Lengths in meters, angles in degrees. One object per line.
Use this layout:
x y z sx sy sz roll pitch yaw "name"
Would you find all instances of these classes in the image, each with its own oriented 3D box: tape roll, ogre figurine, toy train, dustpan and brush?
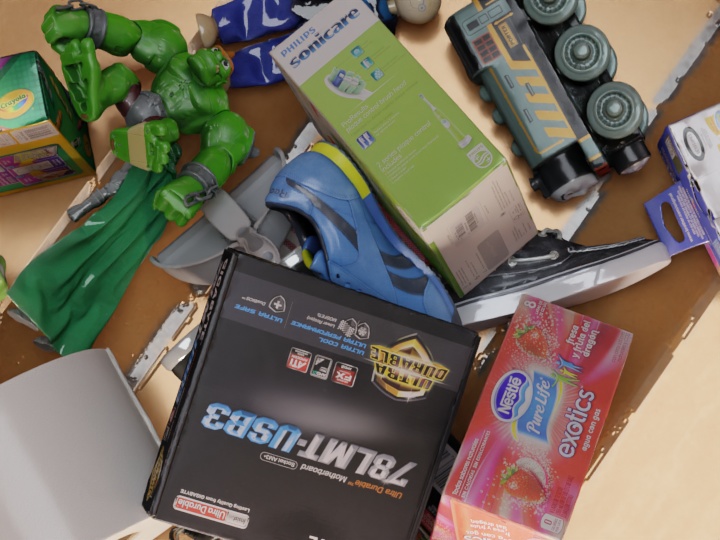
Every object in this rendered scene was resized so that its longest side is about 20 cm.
-0.246 0.168 1.486 0.202 0.203 0.140 -31 81 -2 "tape roll"
-0.160 -0.136 1.551 0.200 0.120 0.099 38 128 25 "ogre figurine"
0.153 -0.155 1.582 0.113 0.085 0.201 -30 83 10 "toy train"
-0.092 -0.030 1.518 0.139 0.200 0.057 -41 126 -4 "dustpan and brush"

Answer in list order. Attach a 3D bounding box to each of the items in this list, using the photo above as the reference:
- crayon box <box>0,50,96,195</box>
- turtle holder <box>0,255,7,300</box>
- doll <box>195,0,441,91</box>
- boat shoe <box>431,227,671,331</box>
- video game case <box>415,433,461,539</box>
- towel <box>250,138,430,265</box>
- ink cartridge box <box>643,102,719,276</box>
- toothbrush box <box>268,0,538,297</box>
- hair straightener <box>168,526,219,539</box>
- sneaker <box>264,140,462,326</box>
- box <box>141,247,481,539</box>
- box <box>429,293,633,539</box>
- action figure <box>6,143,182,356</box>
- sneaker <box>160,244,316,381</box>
-0.286 -0.109 1.531 0.118 0.200 0.059 -13 81 0 "crayon box"
-0.351 0.063 1.533 0.185 0.141 0.132 -35 55 -17 "turtle holder"
-0.029 -0.199 1.609 0.198 0.048 0.138 -16 91 2 "doll"
0.146 -0.003 1.563 0.198 0.072 0.068 -17 80 9 "boat shoe"
0.054 0.231 1.483 0.180 0.026 0.200 -33 63 -25 "video game case"
-0.006 -0.035 1.581 0.200 0.030 0.146 -45 66 -5 "towel"
0.328 -0.076 1.559 0.199 0.076 0.137 -23 80 -3 "ink cartridge box"
0.035 -0.097 1.498 0.086 0.146 0.200 -38 65 -2 "toothbrush box"
-0.085 0.158 1.523 0.200 0.077 0.041 -37 59 23 "hair straightener"
0.000 0.000 1.481 0.078 0.066 0.201 -46 110 -25 "sneaker"
-0.036 0.108 1.418 0.199 0.050 0.200 19 89 -15 "box"
0.129 0.133 1.483 0.094 0.103 0.201 20 54 8 "box"
-0.203 -0.026 1.574 0.054 0.118 0.201 19 63 35 "action figure"
-0.051 0.045 1.516 0.200 0.071 0.099 -40 89 -20 "sneaker"
